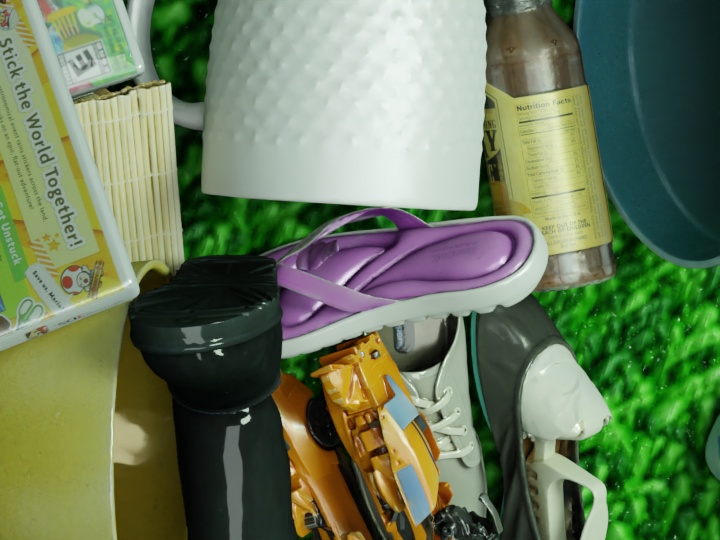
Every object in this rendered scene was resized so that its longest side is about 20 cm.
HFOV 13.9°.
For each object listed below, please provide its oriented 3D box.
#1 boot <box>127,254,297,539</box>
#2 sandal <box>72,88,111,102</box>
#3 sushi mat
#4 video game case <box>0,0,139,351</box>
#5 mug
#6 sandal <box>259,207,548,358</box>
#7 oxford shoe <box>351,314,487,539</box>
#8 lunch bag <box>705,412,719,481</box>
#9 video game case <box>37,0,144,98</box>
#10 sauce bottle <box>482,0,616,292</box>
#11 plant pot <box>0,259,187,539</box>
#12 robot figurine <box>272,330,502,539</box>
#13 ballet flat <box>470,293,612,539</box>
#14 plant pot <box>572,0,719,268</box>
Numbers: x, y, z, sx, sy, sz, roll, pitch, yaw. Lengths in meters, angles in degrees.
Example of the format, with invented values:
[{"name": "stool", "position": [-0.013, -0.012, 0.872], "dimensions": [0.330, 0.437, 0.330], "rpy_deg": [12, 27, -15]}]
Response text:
[{"name": "boot", "position": [-0.070, 0.084, 1.502], "dimensions": [0.073, 0.198, 0.163], "rpy_deg": [-1, 99, 4]}, {"name": "sandal", "position": [-0.214, -0.038, 1.579], "dimensions": [0.200, 0.054, 0.080], "rpy_deg": [-37, 95, 1]}, {"name": "sushi mat", "position": [-0.140, -0.011, 1.571], "dimensions": [0.096, 0.012, 0.200], "rpy_deg": [-15, 131, -16]}, {"name": "video game case", "position": [-0.226, -0.044, 1.477], "dimensions": [0.182, 0.023, 0.200], "rpy_deg": [-21, 70, 0]}, {"name": "mug", "position": [-0.031, -0.125, 1.566], "dimensions": [0.200, 0.148, 0.176], "rpy_deg": [4, 92, 17]}, {"name": "sandal", "position": [0.000, -0.005, 1.594], "dimensions": [0.202, 0.083, 0.050], "rpy_deg": [-12, 131, 15]}, {"name": "oxford shoe", "position": [0.033, 0.081, 1.653], "dimensions": [0.075, 0.058, 0.200], "rpy_deg": [-9, 104, -12]}, {"name": "lunch bag", "position": [0.312, 0.099, 1.705], "dimensions": [0.200, 0.082, 0.161], "rpy_deg": [33, 90, -17]}, {"name": "video game case", "position": [-0.229, -0.169, 1.541], "dimensions": [0.182, 0.022, 0.200], "rpy_deg": [-19, 90, -8]}, {"name": "sauce bottle", "position": [0.096, -0.090, 1.628], "dimensions": [0.065, 0.065, 0.200], "rpy_deg": [-10, 94, -10]}, {"name": "plant pot", "position": [-0.173, 0.095, 1.526], "dimensions": [0.142, 0.200, 0.200], "rpy_deg": [-1, 102, 9]}, {"name": "robot figurine", "position": [0.003, 0.140, 1.629], "dimensions": [0.145, 0.058, 0.200], "rpy_deg": [-19, 99, 37]}, {"name": "ballet flat", "position": [0.109, 0.101, 1.665], "dimensions": [0.068, 0.068, 0.200], "rpy_deg": [-25, 114, -47]}, {"name": "plant pot", "position": [0.245, -0.116, 1.600], "dimensions": [0.188, 0.200, 0.200], "rpy_deg": [-11, 103, -25]}]
